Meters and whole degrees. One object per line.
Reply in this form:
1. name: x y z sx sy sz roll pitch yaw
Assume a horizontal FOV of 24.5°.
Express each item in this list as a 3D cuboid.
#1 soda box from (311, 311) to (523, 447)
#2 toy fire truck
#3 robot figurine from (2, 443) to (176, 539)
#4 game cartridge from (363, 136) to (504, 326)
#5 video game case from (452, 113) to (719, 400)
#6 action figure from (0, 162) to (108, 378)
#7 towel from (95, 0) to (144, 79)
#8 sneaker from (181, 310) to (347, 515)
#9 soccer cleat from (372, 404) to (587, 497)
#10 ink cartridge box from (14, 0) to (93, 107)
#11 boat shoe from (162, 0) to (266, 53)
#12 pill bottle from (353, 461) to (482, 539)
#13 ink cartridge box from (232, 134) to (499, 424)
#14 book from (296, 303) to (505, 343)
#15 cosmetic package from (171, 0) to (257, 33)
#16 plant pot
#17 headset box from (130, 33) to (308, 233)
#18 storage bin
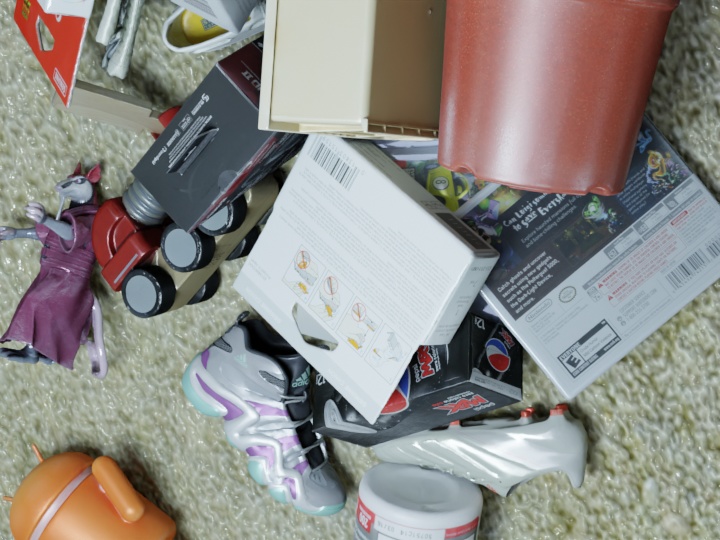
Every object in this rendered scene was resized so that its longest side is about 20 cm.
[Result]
1. soda box: 0.046 0.098 1.432 0.200 0.071 0.063 -23 56 44
2. toy fire truck: -0.197 -0.078 1.509 0.200 0.129 0.176 50 119 13
3. robot figurine: -0.263 0.258 1.643 0.200 0.117 0.144 36 161 7
4. game cartridge: 0.070 -0.047 1.411 0.133 0.041 0.201 -2 90 9
5. video game case: 0.191 -0.025 1.369 0.200 0.023 0.182 -40 90 3
6. action figure: -0.273 -0.004 1.565 0.149 0.134 0.200 20 89 -22
7. towel: -0.191 -0.279 1.395 0.034 0.193 0.200 11 114 -12
8. sneaker: -0.062 0.124 1.536 0.200 0.078 0.140 44 119 3
9. soccer cleat: 0.105 0.167 1.485 0.199 0.069 0.078 -7 90 21
10. ink cartridge box: -0.278 -0.263 1.437 0.200 0.043 0.174 52 130 50
11. boat shoe: -0.092 -0.242 1.419 0.202 0.086 0.075 -22 99 27
12. pill bottle: 0.045 0.286 1.526 0.114 0.114 0.201 13 112 18
13. ink cartridge box: 0.000 0.000 1.385 0.200 0.044 0.174 43 117 30
14. book: 0.046 0.017 1.478 0.200 0.048 0.134 14 113 14
15. cosmetic package: -0.089 -0.305 1.339 0.071 0.101 0.200 28 83 11
16. plant pot: 0.145 -0.166 1.266 0.200 0.201 0.196 12 102 18
17. headset box: -0.090 -0.128 1.380 0.077 0.200 0.149 47 130 3
18. storage bin: 0.017 -0.205 1.303 0.094 0.198 0.201 5 94 29
